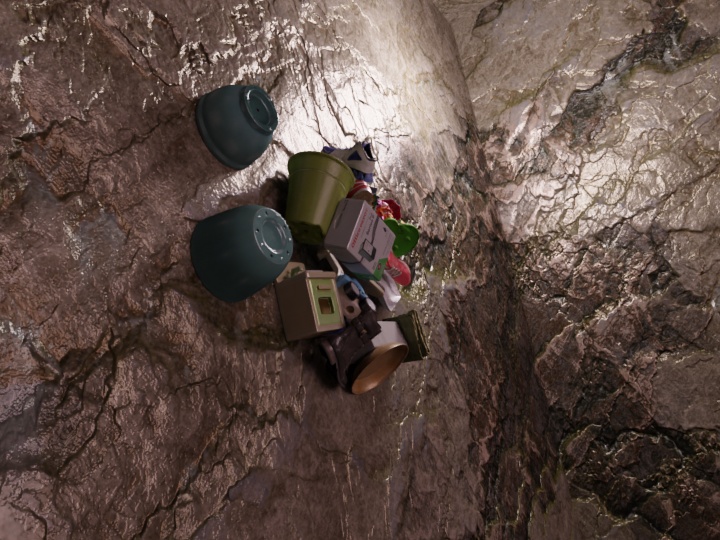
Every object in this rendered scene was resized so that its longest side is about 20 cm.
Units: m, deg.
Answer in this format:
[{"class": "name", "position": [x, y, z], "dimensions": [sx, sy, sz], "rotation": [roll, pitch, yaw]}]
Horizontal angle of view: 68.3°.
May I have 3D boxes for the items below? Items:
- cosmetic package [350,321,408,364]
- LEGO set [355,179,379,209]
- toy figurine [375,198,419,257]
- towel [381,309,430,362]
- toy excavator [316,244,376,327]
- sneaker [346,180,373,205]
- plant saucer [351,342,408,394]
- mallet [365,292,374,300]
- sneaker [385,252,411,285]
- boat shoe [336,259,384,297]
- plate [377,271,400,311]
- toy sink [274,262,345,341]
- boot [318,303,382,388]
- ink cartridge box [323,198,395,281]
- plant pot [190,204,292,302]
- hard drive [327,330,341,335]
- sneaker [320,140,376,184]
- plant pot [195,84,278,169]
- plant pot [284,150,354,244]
[{"class": "cosmetic package", "position": [0.039, 0.208, 1.533], "dimensions": [0.198, 0.107, 0.086], "rotation": [9, 49, -58]}, {"class": "LEGO set", "position": [-0.033, -0.221, 1.705], "dimensions": [0.199, 0.113, 0.158], "rotation": [-27, 125, -56]}, {"class": "toy figurine", "position": [0.094, -0.175, 1.830], "dimensions": [0.199, 0.149, 0.187], "rotation": [37, 25, -45]}, {"class": "towel", "position": [0.133, 0.207, 1.620], "dimensions": [0.036, 0.199, 0.153], "rotation": [-8, 79, -34]}, {"class": "toy excavator", "position": [-0.052, 0.039, 1.473], "dimensions": [0.195, 0.099, 0.201], "rotation": [46, 17, -21]}, {"class": "sneaker", "position": [-0.048, -0.185, 1.568], "dimensions": [0.071, 0.198, 0.113], "rotation": [45, 16, -29]}, {"class": "plant saucer", "position": [0.046, 0.263, 1.473], "dimensions": [0.036, 0.201, 0.198], "rotation": [48, 21, 27]}, {"class": "mallet", "position": [0.006, 0.095, 1.585], "dimensions": [0.067, 0.040, 0.201], "rotation": [60, 19, -17]}, {"class": "sneaker", "position": [0.093, -0.018, 1.733], "dimensions": [0.202, 0.073, 0.087], "rotation": [52, 30, -16]}, {"class": "boat shoe", "position": [0.000, 0.000, 1.577], "dimensions": [0.198, 0.072, 0.065], "rotation": [38, 59, -5]}, {"class": "plate", "position": [0.062, 0.024, 1.722], "dimensions": [0.204, 0.032, 0.199], "rotation": [64, 18, -4]}, {"class": "toy sink", "position": [-0.129, 0.063, 1.346], "dimensions": [0.129, 0.110, 0.206], "rotation": [3, 71, -58]}, {"class": "boot", "position": [-0.012, 0.198, 1.370], "dimensions": [0.172, 0.069, 0.203], "rotation": [-34, 139, -18]}, {"class": "ink cartridge box", "position": [0.002, -0.081, 1.449], "dimensions": [0.200, 0.082, 0.149], "rotation": [41, 64, -51]}, {"class": "plant pot", "position": [-0.246, -0.051, 1.172], "dimensions": [0.199, 0.158, 0.206], "rotation": [34, 46, -44]}, {"class": "hard drive", "position": [-0.068, 0.112, 1.503], "dimensions": [0.198, 0.025, 0.136], "rotation": [4, 70, -58]}, {"class": "sneaker", "position": [-0.023, -0.367, 1.679], "dimensions": [0.197, 0.117, 0.080], "rotation": [31, 22, 19]}, {"class": "plant pot", "position": [-0.287, -0.373, 1.313], "dimensions": [0.199, 0.132, 0.205], "rotation": [35, 45, -44]}, {"class": "plant pot", "position": [-0.129, -0.183, 1.443], "dimensions": [0.199, 0.196, 0.195], "rotation": [37, 57, -42]}]
